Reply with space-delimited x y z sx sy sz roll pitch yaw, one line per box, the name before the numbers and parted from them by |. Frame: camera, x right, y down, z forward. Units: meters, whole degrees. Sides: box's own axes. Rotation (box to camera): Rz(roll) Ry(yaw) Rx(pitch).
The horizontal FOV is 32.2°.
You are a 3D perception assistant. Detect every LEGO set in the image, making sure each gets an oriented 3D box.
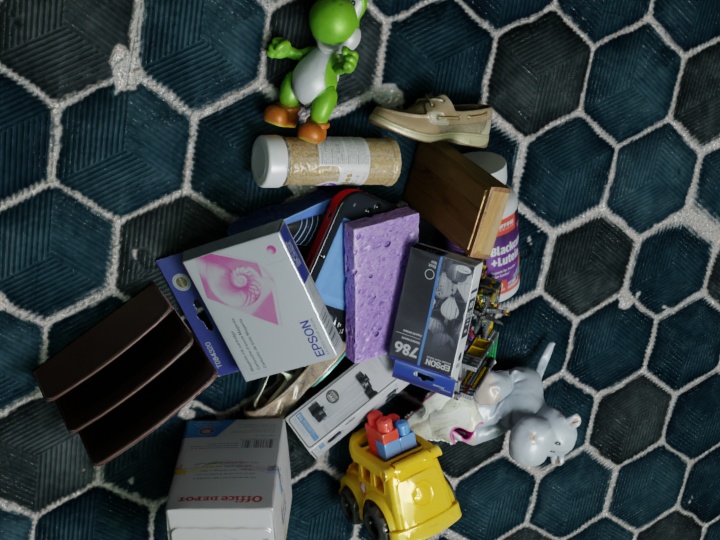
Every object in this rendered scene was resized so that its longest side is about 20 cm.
LEGO set | 0.125 0.088 1.762 0.116 0.152 0.202 -49 158 -51

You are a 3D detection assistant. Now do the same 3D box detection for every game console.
game console | 0.000 0.000 1.706 0.176 0.031 0.202 21 96 -37

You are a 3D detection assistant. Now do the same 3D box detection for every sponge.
sponge | 0.029 0.021 1.704 0.111 0.030 0.202 -17 120 -34

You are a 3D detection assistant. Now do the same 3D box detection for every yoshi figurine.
yoshi figurine | -0.054 -0.268 1.575 0.111 0.112 0.202 18 102 -26

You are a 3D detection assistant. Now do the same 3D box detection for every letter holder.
letter holder | -0.304 0.138 1.621 0.199 0.142 0.101 -37 126 -7

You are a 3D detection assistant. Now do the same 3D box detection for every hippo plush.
hippo plush | 0.255 0.242 1.939 0.198 0.161 0.160 -15 141 -38

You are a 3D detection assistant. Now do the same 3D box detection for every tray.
tray | 0.126 -0.103 1.693 0.037 0.200 0.100 5 112 -29

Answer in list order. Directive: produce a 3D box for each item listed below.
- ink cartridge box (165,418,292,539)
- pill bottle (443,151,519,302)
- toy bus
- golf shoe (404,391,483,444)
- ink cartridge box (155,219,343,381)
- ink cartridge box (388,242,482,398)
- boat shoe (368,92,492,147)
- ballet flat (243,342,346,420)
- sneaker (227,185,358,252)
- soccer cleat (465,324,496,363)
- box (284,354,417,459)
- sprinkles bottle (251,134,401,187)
ink cartridge box | -0.177 0.322 1.719 0.145 0.201 0.146 -1 119 3
pill bottle | 0.173 -0.063 1.793 0.110 0.111 0.202 -17 121 -19
toy bus | 0.040 0.290 1.863 0.135 0.199 0.194 -22 109 -23
golf shoe | 0.120 0.233 1.878 0.075 0.092 0.200 -32 168 -29
ink cartridge box | -0.150 0.050 1.640 0.198 0.043 0.198 -17 115 19
ink cartridge box | 0.098 0.072 1.696 0.039 0.098 0.203 -27 130 -64
boat shoe | 0.097 -0.213 1.709 0.198 0.071 0.065 2 107 -38
ballet flat | -0.094 0.150 1.790 0.067 0.068 0.200 41 90 -15
sneaker | -0.082 -0.054 1.688 0.198 0.070 0.079 -20 115 -19
soccer cleat | 0.137 0.102 1.889 0.076 0.067 0.200 -38 129 0
box | -0.010 0.185 1.816 0.199 0.060 0.117 -38 167 -7
sprinkles bottle | -0.044 -0.146 1.662 0.198 0.068 0.069 -3 116 -27
